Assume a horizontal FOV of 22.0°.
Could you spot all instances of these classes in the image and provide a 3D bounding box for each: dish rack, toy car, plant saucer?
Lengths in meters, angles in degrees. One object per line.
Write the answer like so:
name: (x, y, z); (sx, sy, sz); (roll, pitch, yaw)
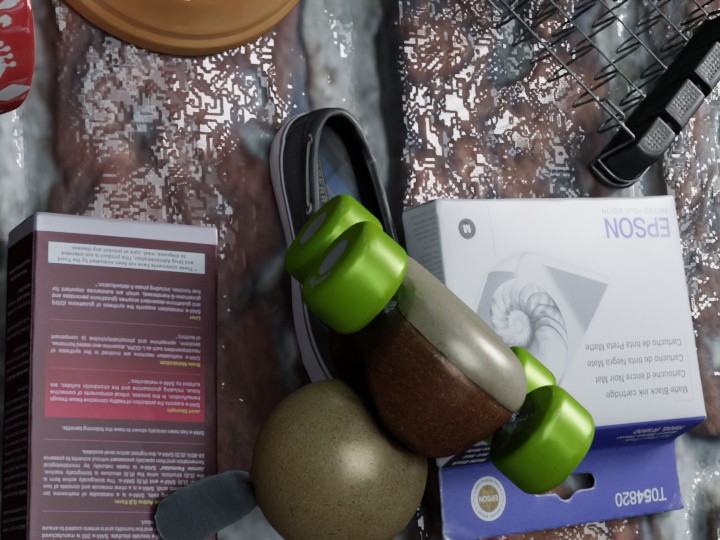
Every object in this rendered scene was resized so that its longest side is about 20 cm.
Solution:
dish rack: (0.155, -0.174, 1.196); (0.200, 0.054, 0.154); (45, 64, -10)
toy car: (-0.008, 0.093, 0.984); (0.164, 0.158, 0.200); (40, 93, -14)
plant saucer: (-0.106, -0.228, 1.089); (0.198, 0.037, 0.202); (5, 78, -25)

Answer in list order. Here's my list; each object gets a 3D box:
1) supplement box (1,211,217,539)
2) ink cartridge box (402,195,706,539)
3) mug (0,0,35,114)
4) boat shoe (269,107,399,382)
supplement box: (-0.136, 0.076, 1.004); (0.108, 0.061, 0.202); (5, 78, -25)
ink cartridge box: (0.125, 0.055, 1.131); (0.198, 0.040, 0.202); (-3, 83, -34)
mug: (-0.282, -0.139, 0.938); (0.199, 0.133, 0.179); (-13, 88, -30)
boat shoe: (0.000, 0.000, 1.080); (0.069, 0.066, 0.202); (-9, 84, -26)
